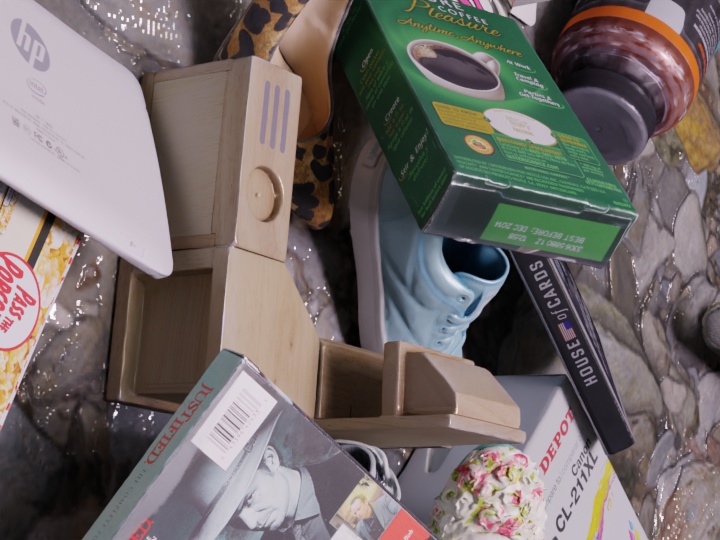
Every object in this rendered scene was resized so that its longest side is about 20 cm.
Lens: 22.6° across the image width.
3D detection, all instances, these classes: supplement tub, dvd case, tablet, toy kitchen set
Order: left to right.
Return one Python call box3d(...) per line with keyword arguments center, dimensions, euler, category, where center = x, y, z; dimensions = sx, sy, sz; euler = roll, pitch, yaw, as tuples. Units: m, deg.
box3d(center=(-0.155, -0.085, 0.831), dimensions=(0.200, 0.014, 0.131), euler=(37, 32, -52), category="tablet")
box3d(center=(-0.044, 0.150, 0.855), dimensions=(0.146, 0.022, 0.200), euler=(-54, 130, -12), category="dvd case")
box3d(center=(0.000, 0.000, 0.958), dimensions=(0.200, 0.163, 0.182), euler=(19, 72, -51), category="toy kitchen set")
box3d(center=(0.119, 0.002, 1.155), dimensions=(0.150, 0.025, 0.201), euler=(-92, 156, -68), category="dvd case")
box3d(center=(0.201, -0.167, 1.284), dimensions=(0.107, 0.107, 0.200), euler=(57, 46, -33), category="supplement tub")

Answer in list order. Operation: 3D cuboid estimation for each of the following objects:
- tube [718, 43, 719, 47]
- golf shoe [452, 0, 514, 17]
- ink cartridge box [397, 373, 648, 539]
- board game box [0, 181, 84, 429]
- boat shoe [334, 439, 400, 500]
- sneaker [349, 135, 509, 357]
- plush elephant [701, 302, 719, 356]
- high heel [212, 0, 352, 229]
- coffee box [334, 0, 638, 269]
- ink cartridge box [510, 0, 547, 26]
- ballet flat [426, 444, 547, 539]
box3d(center=(0.284, -0.218, 1.450), dimensions=(0.200, 0.050, 0.078), euler=(-52, 122, -36), category="tube")
box3d(center=(0.034, -0.166, 1.092), dimensions=(0.200, 0.072, 0.093), euler=(23, 69, -49), category="golf shoe")
box3d(center=(0.108, 0.186, 1.147), dimensions=(0.146, 0.082, 0.201), euler=(-55, 128, -39), category="ink cartridge box")
box3d(center=(-0.214, -0.022, 0.775), dimensions=(0.200, 0.046, 0.152), euler=(46, 52, -40), category="board game box")
box3d(center=(-0.016, 0.122, 0.923), dimensions=(0.200, 0.071, 0.070), euler=(28, 24, -46), category="boat shoe")
box3d(center=(0.047, 0.016, 1.057), dimensions=(0.074, 0.082, 0.201), euler=(-51, 143, -36), category="sneaker")
box3d(center=(0.372, 0.033, 1.452), dimensions=(0.200, 0.164, 0.156), euler=(61, 50, -72), category="plush elephant")
box3d(center=(-0.015, -0.116, 0.966), dimensions=(0.071, 0.142, 0.201), euler=(-39, 117, -47), category="high heel")
box3d(center=(0.062, -0.086, 0.998), dimensions=(0.122, 0.044, 0.200), euler=(10, 35, -29), category="coffee box")
box3d(center=(0.092, -0.249, 1.180), dimensions=(0.200, 0.068, 0.116), euler=(23, 69, -50), category="ink cartridge box")
box3d(center=(0.061, 0.189, 1.021), dimensions=(0.064, 0.075, 0.201), euler=(-95, -163, -54), category="ballet flat")
